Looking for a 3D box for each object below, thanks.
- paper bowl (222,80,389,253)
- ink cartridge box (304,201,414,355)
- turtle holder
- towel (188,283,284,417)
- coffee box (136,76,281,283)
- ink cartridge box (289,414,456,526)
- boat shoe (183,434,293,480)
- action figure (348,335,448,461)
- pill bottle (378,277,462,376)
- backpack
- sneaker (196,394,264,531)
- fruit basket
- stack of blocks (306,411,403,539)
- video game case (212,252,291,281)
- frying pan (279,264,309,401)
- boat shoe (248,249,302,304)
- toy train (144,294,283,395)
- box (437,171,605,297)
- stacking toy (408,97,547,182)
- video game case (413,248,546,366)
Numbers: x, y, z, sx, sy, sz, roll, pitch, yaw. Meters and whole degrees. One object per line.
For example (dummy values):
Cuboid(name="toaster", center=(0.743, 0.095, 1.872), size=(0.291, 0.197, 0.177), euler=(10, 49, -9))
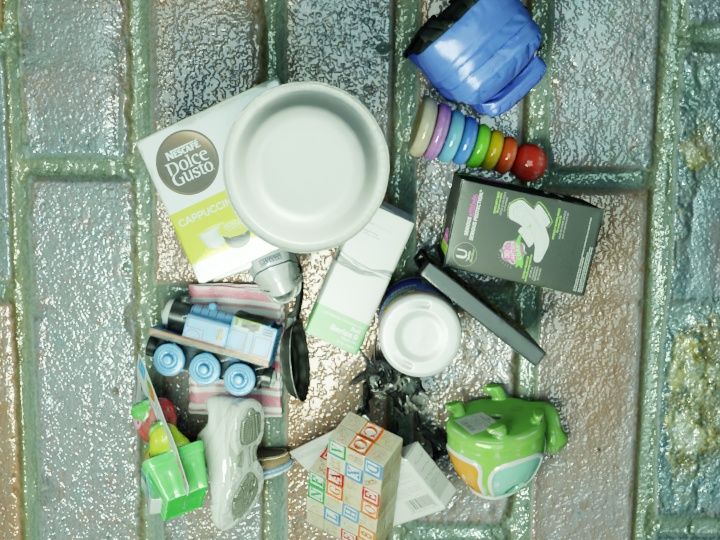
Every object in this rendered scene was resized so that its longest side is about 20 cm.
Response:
Cuboid(name="paper bowl", center=(-0.064, -0.121, 1.187), size=(0.198, 0.104, 0.204), euler=(0, 95, -3))
Cuboid(name="ink cartridge box", center=(0.000, 0.000, 1.415), size=(0.083, 0.146, 0.202), euler=(24, 98, -2))
Cuboid(name="turtle holder", center=(0.207, 0.249, 1.466), size=(0.140, 0.185, 0.133), euler=(10, 112, 33))
Cuboid(name="towel", center=(-0.186, 0.121, 1.493), size=(0.144, 0.030, 0.203), euler=(2, 98, 1))
Cuboid(name="coffee box", center=(-0.154, -0.121, 1.336), size=(0.198, 0.200, 0.200), euler=(-24, 96, 1))
Cuboid(name="ink cartridge box", center=(0.015, 0.288, 1.447), size=(0.177, 0.045, 0.199), euler=(50, 136, -7))
Cuboid(name="boat shoe", center=(-0.199, 0.271, 1.492), size=(0.197, 0.072, 0.073), euler=(-3, 97, 1))
Cuboid(name="action figure", center=(0.053, 0.199, 1.467), size=(0.118, 0.102, 0.201), euler=(-29, 98, 16))
Cuboid(name="pill bottle", center=(0.079, 0.070, 1.397), size=(0.110, 0.200, 0.114), euler=(0, 98, 0))
Cuboid(name="backpack", center=(0.167, -0.297, 1.345), size=(0.168, 0.200, 0.163), euler=(43, 96, -5))
Cuboid(name="sneaker", center=(-0.193, 0.268, 1.435), size=(0.099, 0.078, 0.203), euler=(15, 101, 36))
Cuboid(name="fruit basket", center=(-0.284, 0.241, 1.405), size=(0.093, 0.186, 0.201), euler=(-23, 71, -24))
Cuboid(name="stack of blocks", center=(-0.011, 0.293, 1.395), size=(0.114, 0.059, 0.202), euler=(23, 133, 20))
Cuboid(name="video game case", center=(-0.149, -0.101, 1.457), size=(0.198, 0.036, 0.183), euler=(-19, 97, 3))
Cuboid(name="frying pan", center=(-0.098, 0.094, 1.446), size=(0.031, 0.115, 0.193), euler=(-6, 97, 10))
Cuboid(name="boat shoe", center=(-0.115, 0.015, 1.388), size=(0.073, 0.200, 0.066), euler=(-22, 87, 1))
Cuboid(name="toy train", center=(-0.209, 0.106, 1.441), size=(0.198, 0.087, 0.116), euler=(15, 90, 3))
Cuboid(name="box", center=(0.217, -0.054, 1.404), size=(0.197, 0.149, 0.126), euler=(12, 100, -2))
Cuboid(name="stacking toy", center=(0.172, -0.178, 1.427), size=(0.198, 0.085, 0.086), euler=(16, 98, -7))
Cuboid(name="video game case", center=(0.161, 0.047, 1.402), size=(0.199, 0.181, 0.026), euler=(38, 96, -5))
